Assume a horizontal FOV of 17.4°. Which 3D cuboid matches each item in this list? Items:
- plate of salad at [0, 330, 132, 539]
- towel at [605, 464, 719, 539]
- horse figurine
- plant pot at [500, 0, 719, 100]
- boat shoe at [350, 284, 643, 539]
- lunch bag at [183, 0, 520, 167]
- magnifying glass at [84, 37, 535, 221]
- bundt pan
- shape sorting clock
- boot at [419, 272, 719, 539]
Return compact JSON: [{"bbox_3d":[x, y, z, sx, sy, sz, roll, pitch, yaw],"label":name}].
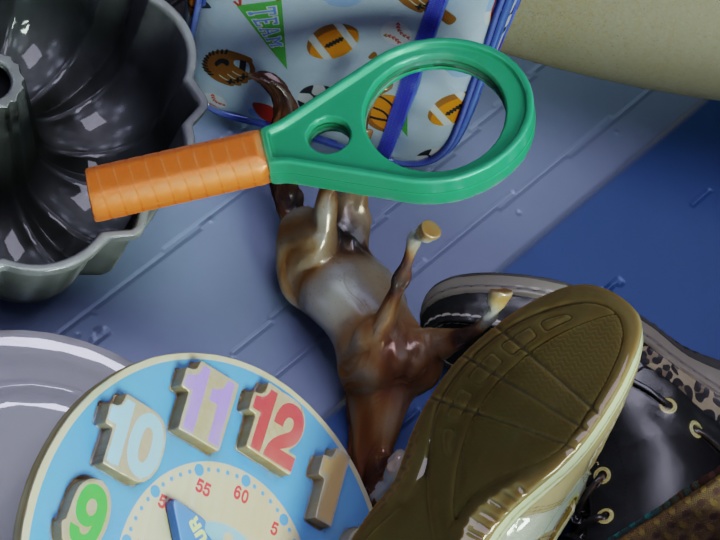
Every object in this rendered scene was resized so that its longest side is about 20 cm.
[{"bbox_3d":[-0.142,0.123,0.999,0.198,0.048,0.202,9,65,-18],"label":"plate of salad"},{"bbox_3d":[0.214,0.149,0.993,0.200,0.146,0.022,49,19,-17],"label":"towel"},{"bbox_3d":[0.000,0.000,1.080,0.050,0.133,0.201,-7,52,-33],"label":"horse figurine"},{"bbox_3d":[0.147,-0.167,1.182,0.198,0.188,0.189,-3,61,0],"label":"plant pot"},{"bbox_3d":[0.054,0.096,1.008,0.074,0.066,0.200,35,82,32],"label":"boat shoe"},{"bbox_3d":[0.004,-0.141,1.102,0.159,0.201,0.076,18,50,-3],"label":"lunch bag"},{"bbox_3d":[-0.021,-0.054,1.030,0.198,0.022,0.080,-11,56,-3],"label":"magnifying glass"},{"bbox_3d":[-0.175,-0.067,1.086,0.200,0.076,0.203,7,59,-11],"label":"bundt pan"},{"bbox_3d":[-0.060,0.133,0.978,0.199,0.039,0.202,19,62,-40],"label":"shape sorting clock"},{"bbox_3d":[0.103,0.098,1.070,0.199,0.073,0.151,26,58,-6],"label":"boot"}]
